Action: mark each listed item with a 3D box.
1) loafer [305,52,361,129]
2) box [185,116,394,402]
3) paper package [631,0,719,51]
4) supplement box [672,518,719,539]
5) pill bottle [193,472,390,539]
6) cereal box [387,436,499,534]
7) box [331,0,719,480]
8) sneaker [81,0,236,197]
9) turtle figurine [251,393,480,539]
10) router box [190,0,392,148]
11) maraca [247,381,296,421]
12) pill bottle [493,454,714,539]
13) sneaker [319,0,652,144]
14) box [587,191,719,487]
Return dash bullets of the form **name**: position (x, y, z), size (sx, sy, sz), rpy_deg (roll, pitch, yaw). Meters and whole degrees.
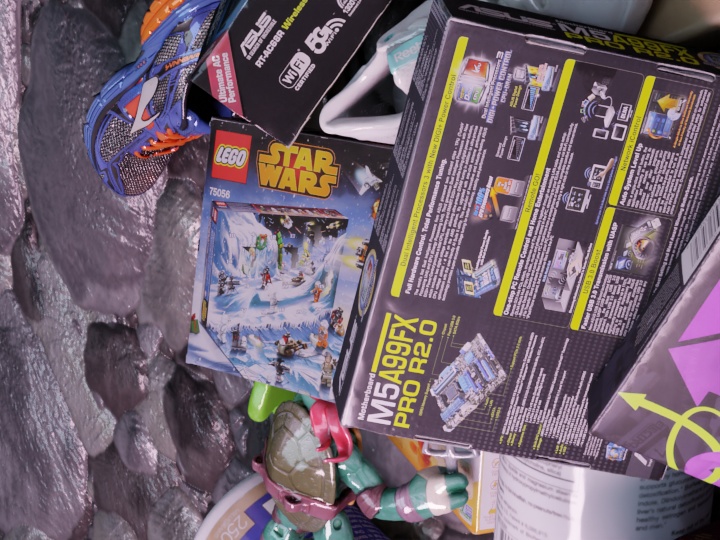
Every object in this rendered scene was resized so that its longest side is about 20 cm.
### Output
- **loafer**: position (-0.044, -0.136, 1.159), size (0.073, 0.071, 0.200), rpy_deg (18, 115, 46)
- **box**: position (0.000, 0.000, 0.979), size (0.200, 0.040, 0.137), rpy_deg (13, 100, 36)
- **paper package**: position (0.144, -0.204, 0.891), size (0.191, 0.103, 0.200), rpy_deg (-17, 89, 52)
- **supplement box**: position (0.170, 0.174, 0.897), size (0.109, 0.200, 0.061), rpy_deg (9, 109, 48)
- **pill bottle**: position (-0.010, 0.222, 1.194), size (0.200, 0.116, 0.116), rpy_deg (40, 129, 35)
- **cereal box**: position (0.058, 0.029, 1.080), size (0.144, 0.039, 0.200), rpy_deg (-137, 45, -62)
- **box**: position (0.087, -0.011, 0.857), size (0.044, 0.160, 0.200), rpy_deg (-104, 26, -67)
- **sneaker**: position (-0.125, -0.112, 1.265), size (0.078, 0.075, 0.200), rpy_deg (54, 138, 19)
- **turtle figurine**: position (-0.012, 0.110, 1.078), size (0.150, 0.101, 0.200), rpy_deg (-122, 35, -48)
- **router box**: position (-0.019, -0.164, 1.000), size (0.062, 0.200, 0.150), rpy_deg (34, 104, -12)
- **maraca**: position (-0.037, 0.006, 1.134), size (0.107, 0.137, 0.200), rpy_deg (25, 140, 22)
- **pill bottle**: position (0.130, 0.078, 0.984), size (0.113, 0.113, 0.200), rpy_deg (23, 118, 44)
- **sneaker**: position (0.055, -0.108, 0.877), size (0.200, 0.088, 0.075), rpy_deg (-40, 69, 47)
- **box**: position (0.219, 0.050, 0.824), size (0.036, 0.200, 0.143), rpy_deg (-81, 15, -54)
